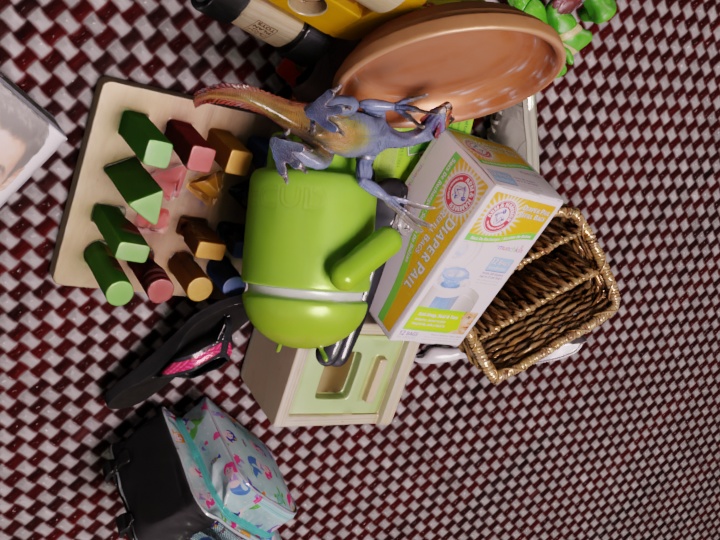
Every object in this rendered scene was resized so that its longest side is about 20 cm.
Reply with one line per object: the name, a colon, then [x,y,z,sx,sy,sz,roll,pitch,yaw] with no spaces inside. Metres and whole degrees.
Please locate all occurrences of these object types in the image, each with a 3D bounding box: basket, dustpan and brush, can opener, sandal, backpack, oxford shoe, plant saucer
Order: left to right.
sandal: [-0.173,0.093,0.933,0.200,0.045,0.075,-39,157,14]
backpack: [-0.157,0.248,0.988,0.150,0.178,0.200,-33,134,-4]
oxford shoe: [-0.033,-0.157,0.890,0.072,0.071,0.201,14,123,-6]
can opener: [0.000,0.000,0.910,0.063,0.078,0.201,6,99,-59]
plant saucer: [0.073,-0.175,0.785,0.199,0.200,0.038,-1,77,-31]
dustpan and brush: [0.165,0.088,1.148,0.199,0.140,0.058,0,109,-3]
oxford shoe: [0.167,-0.165,1.014,0.057,0.075,0.201,-1,122,12]
basket: [0.183,0.004,1.068,0.199,0.149,0.143,-26,128,-15]

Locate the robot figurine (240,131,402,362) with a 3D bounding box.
robot figurine: [-0.046,-0.022,0.824,0.115,0.175,0.201,4,91,-37]

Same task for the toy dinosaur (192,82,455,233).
toy dinosaur: [-0.001,-0.129,0.764,0.105,0.200,0.181,-56,170,24]

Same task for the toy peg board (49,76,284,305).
toy peg board: [-0.159,-0.051,0.857,0.198,0.098,0.201,7,114,-34]

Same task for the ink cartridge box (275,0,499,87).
ink cartridge box: [0.039,-0.223,0.909,0.200,0.057,0.162,-53,131,0]

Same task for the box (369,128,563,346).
box: [0.093,-0.031,0.945,0.112,0.101,0.200,9,124,-42]

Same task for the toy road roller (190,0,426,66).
toy road roller: [-0.040,-0.271,0.746,0.123,0.200,0.147,20,70,-40]

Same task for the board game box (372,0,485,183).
board game box: [0.062,-0.169,0.916,0.101,0.048,0.201,-5,134,-18]

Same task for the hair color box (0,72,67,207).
hair color box: [-0.349,-0.077,0.748,0.200,0.061,0.099,-46,131,-1]

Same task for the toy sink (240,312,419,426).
toy sink: [-0.011,0.091,1.024,0.199,0.112,0.131,5,115,-34]

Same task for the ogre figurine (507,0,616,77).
ogre figurine: [0.200,-0.288,0.927,0.200,0.098,0.120,-43,113,-17]
